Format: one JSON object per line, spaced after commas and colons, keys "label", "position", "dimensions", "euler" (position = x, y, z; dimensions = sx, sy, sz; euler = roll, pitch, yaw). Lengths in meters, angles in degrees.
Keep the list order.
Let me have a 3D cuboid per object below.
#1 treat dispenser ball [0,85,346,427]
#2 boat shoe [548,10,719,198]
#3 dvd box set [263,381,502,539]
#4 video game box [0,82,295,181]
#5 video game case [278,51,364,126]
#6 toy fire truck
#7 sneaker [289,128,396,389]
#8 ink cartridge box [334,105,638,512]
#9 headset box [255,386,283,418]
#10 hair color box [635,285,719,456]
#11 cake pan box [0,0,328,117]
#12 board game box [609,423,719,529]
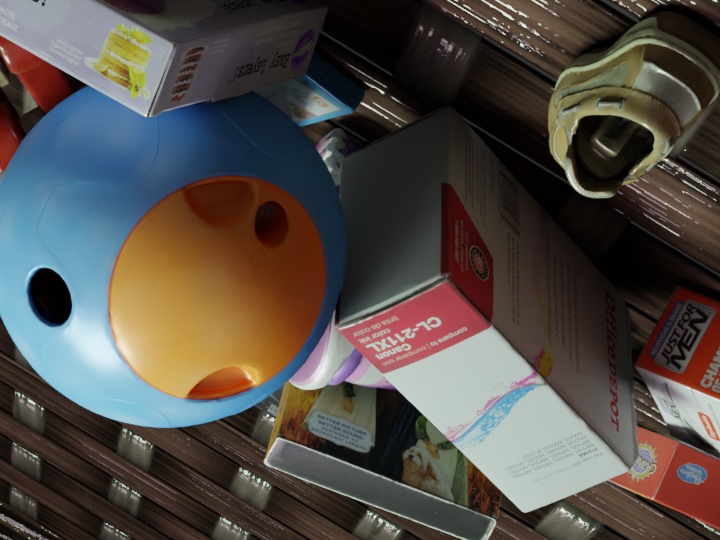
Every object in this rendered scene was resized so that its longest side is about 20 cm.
{"label": "treat dispenser ball", "position": [-0.107, -0.013, 1.669], "dimensions": [0.201, 0.201, 0.201], "euler": [29, 163, 10]}
{"label": "boat shoe", "position": [0.129, -0.072, 1.549], "dimensions": [0.072, 0.076, 0.200], "euler": [31, 163, 0]}
{"label": "dvd box set", "position": [0.028, 0.068, 1.855], "dimensions": [0.146, 0.200, 0.029], "euler": [22, 132, -6]}
{"label": "video game box", "position": [-0.139, -0.049, 1.861], "dimensions": [0.200, 0.182, 0.047], "euler": [118, 130, -73]}
{"label": "video game case", "position": [-0.094, -0.135, 1.862], "dimensions": [0.143, 0.018, 0.200], "euler": [38, 162, -17]}
{"label": "toy fire truck", "position": [-0.213, -0.158, 1.814], "dimensions": [0.168, 0.112, 0.200], "euler": [61, -178, 31]}
{"label": "sneaker", "position": [0.000, 0.000, 1.833], "dimensions": [0.088, 0.200, 0.081], "euler": [16, 133, -21]}
{"label": "ink cartridge box", "position": [0.075, 0.026, 1.767], "dimensions": [0.083, 0.146, 0.200], "euler": [-26, 129, 25]}
{"label": "headset box", "position": [-0.042, 0.055, 2.207], "dimensions": [0.148, 0.075, 0.200], "euler": [32, 163, -1]}
{"label": "hair color box", "position": [0.273, 0.089, 1.778], "dimensions": [0.200, 0.064, 0.111], "euler": [21, 163, 27]}
{"label": "cake pan box", "position": [-0.136, -0.155, 1.638], "dimensions": [0.184, 0.052, 0.200], "euler": [32, -158, 17]}
{"label": "board game box", "position": [0.230, 0.145, 1.929], "dimensions": [0.200, 0.040, 0.153], "euler": [25, 178, -28]}
